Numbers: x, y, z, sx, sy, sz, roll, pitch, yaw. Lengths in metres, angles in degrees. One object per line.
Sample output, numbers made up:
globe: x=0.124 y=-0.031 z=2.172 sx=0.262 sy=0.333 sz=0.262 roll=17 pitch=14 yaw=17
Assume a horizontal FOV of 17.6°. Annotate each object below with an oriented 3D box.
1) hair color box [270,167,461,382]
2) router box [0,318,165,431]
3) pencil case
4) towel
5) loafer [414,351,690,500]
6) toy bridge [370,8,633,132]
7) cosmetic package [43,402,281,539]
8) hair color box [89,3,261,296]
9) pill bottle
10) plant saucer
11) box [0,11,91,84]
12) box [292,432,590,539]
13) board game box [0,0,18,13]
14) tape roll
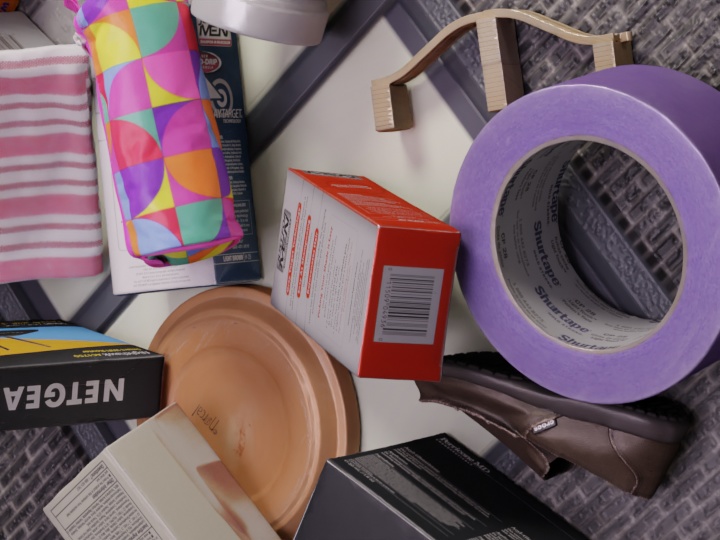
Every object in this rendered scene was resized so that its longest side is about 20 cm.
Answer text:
hair color box: x=0.000 y=0.000 z=1.541 sx=0.200 sy=0.061 sz=0.102 roll=-144 pitch=60 yaw=-67
router box: x=-0.265 y=0.076 z=1.700 sx=0.149 sy=0.199 sz=0.052 roll=15 pitch=103 yaw=48
pencil case: x=-0.142 y=-0.102 z=1.612 sx=0.088 sy=0.088 sz=0.202 roll=-20 pitch=82 yaw=35
towel: x=-0.263 y=-0.071 z=1.709 sx=0.030 sy=0.145 sz=0.201 roll=-115 pitch=21 yaw=-52
loafer: x=0.115 y=0.102 z=1.519 sx=0.199 sy=0.073 sz=0.072 roll=16 pitch=102 yaw=34
toy bridge: x=0.093 y=-0.139 z=1.544 sx=0.199 sy=0.027 sz=0.068 roll=-8 pitch=89 yaw=35
cosmetic package: x=-0.119 y=0.209 z=1.657 sx=0.201 sy=0.087 sz=0.103 roll=53 pitch=131 yaw=4
hair color box: x=-0.135 y=-0.087 z=1.694 sx=0.099 sy=0.060 sz=0.202 roll=-5 pitch=91 yaw=34
pill bottle: x=-0.049 y=-0.262 z=1.583 sx=0.116 sy=0.116 sz=0.202 roll=23 pitch=107 yaw=32
plant saucer: x=-0.089 y=0.111 z=1.695 sx=0.199 sy=0.032 sz=0.202 roll=3 pitch=95 yaw=36
box: x=-0.316 y=-0.091 z=1.787 sx=0.097 sy=0.124 sz=0.201 roll=43 pitch=116 yaw=25
box: x=0.076 y=0.197 z=1.515 sx=0.200 sy=0.141 sz=0.079 roll=35 pitch=115 yaw=29
board game box: x=-0.399 y=-0.243 z=1.788 sx=0.200 sy=0.199 sz=0.201 roll=43 pitch=117 yaw=25
tape roll: x=0.160 y=-0.024 z=1.453 sx=0.199 sy=0.085 sz=0.202 roll=9 pitch=107 yaw=32
